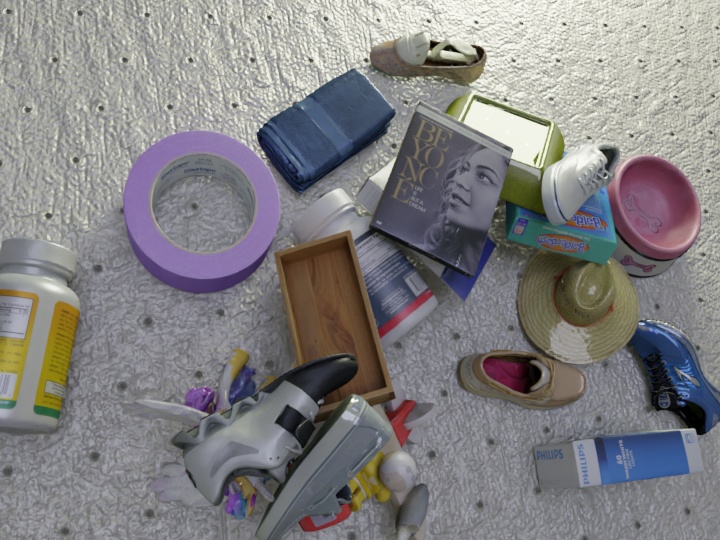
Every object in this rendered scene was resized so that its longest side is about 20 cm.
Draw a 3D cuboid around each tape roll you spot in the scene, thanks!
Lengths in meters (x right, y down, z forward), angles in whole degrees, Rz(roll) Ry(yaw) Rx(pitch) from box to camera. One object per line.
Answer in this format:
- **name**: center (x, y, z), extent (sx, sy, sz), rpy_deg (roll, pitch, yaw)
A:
- **tape roll**: center (-0.206, -0.077, 0.851), extent (0.195, 0.066, 0.205), rpy_deg (5, 71, -15)

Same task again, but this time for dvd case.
- **dvd case**: center (0.110, -0.109, 0.842), extent (0.146, 0.016, 0.203), rpy_deg (25, 66, -6)

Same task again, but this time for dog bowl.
- **dog bowl**: center (0.463, -0.097, 1.055), extent (0.195, 0.074, 0.205), rpy_deg (5, 71, -16)

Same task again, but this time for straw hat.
- **straw hat**: center (0.330, 0.029, 0.943), extent (0.196, 0.086, 0.206), rpy_deg (1, 65, -1)

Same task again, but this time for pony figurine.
- **pony figurine**: center (-0.150, 0.179, 0.735), extent (0.189, 0.169, 0.201), rpy_deg (1, 36, 21)

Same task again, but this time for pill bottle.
- **pill bottle**: center (-0.379, 0.073, 0.724), extent (0.110, 0.113, 0.205), rpy_deg (8, 71, -14)
- **pill bottle**: center (0.000, 0.000, 0.858), extent (0.119, 0.120, 0.201), rpy_deg (-35, 84, -23)

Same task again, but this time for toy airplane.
- **toy airplane**: center (0.027, 0.222, 0.781), extent (0.197, 0.140, 0.204), rpy_deg (20, 80, -31)

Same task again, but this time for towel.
- **towel**: center (-0.049, -0.208, 0.949), extent (0.199, 0.049, 0.112), rpy_deg (-39, 87, -23)

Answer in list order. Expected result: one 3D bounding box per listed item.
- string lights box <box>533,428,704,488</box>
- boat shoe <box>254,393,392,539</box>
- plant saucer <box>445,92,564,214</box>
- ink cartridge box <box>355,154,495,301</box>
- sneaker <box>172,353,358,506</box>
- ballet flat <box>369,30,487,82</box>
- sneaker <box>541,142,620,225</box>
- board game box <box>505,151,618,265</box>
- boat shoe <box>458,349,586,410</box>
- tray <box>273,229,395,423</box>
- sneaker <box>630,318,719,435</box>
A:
- **string lights box**: center (0.352, 0.257, 0.891), extent (0.195, 0.103, 0.060), rpy_deg (-1, 73, -17)
- **boat shoe**: center (-0.039, 0.223, 0.677), extent (0.071, 0.070, 0.202), rpy_deg (36, 108, -1)
- **plant saucer**: center (0.207, -0.190, 0.960), extent (0.196, 0.048, 0.201), rpy_deg (21, 46, 8)
- **ink cartridge box**: center (0.110, -0.079, 0.910), extent (0.199, 0.047, 0.198), rpy_deg (42, 34, 2)
- **sneaker**: center (-0.077, 0.158, 0.642), extent (0.197, 0.074, 0.089), rpy_deg (-29, 69, -14)
- **ballet flat**: center (0.112, -0.347, 1.032), extent (0.195, 0.067, 0.070), rpy_deg (-1, 72, -17)
- **sneaker**: center (0.307, -0.131, 0.896), extent (0.200, 0.070, 0.074), rpy_deg (-48, 115, -43)
- **board game box**: center (0.294, -0.109, 0.970), extent (0.149, 0.046, 0.202), rpy_deg (15, 45, -1)
- **boat shoe**: center (0.238, 0.152, 0.908), extent (0.195, 0.069, 0.076), rpy_deg (7, 71, -15)
- **tray**: center (-0.032, 0.060, 0.744), extent (0.096, 0.037, 0.204), rpy_deg (-16, 65, 1)
- **sneaker**: center (0.469, 0.160, 0.972), extent (0.089, 0.079, 0.201), rpy_deg (-40, 87, -26)
